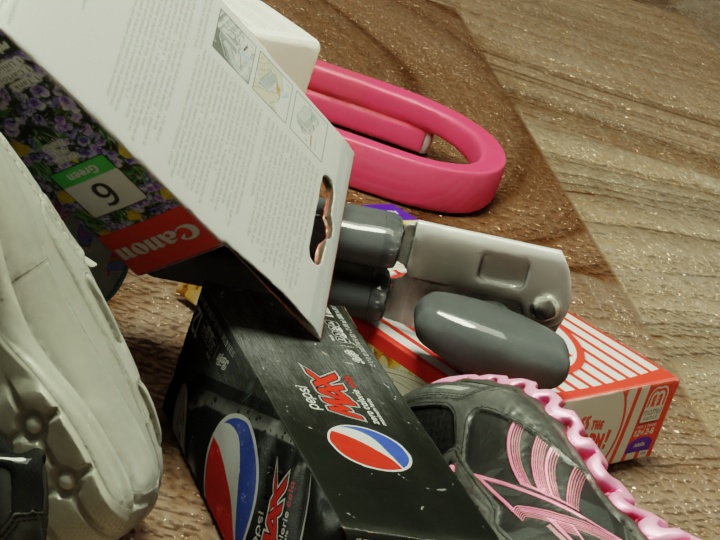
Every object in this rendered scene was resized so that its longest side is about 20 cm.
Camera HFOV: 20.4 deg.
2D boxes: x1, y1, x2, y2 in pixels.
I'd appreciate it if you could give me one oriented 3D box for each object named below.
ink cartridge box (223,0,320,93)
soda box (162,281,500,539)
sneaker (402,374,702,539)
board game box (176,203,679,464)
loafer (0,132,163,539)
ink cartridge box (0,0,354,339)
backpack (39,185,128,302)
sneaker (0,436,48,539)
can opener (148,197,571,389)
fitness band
[{"bbox_3d":[-0.148,-0.094,1.018,0.199,0.126,0.128,4,24,-38],"label":"ink cartridge box"},{"bbox_3d":[-0.017,0.078,0.776,0.070,0.064,0.200,11,20,-24],"label":"soda box"},{"bbox_3d":[0.060,0.107,0.778,0.095,0.079,0.200,-10,32,-35],"label":"sneaker"},{"bbox_3d":[0.032,0.033,0.973,0.200,0.047,0.151,33,23,33],"label":"board game box"},{"bbox_3d":[-0.131,0.006,0.723,0.070,0.201,0.070,-21,8,22],"label":"loafer"},{"bbox_3d":[-0.083,-0.064,0.799,0.200,0.050,0.109,46,39,-36],"label":"ink cartridge box"},{"bbox_3d":[-0.180,-0.045,0.821,0.126,0.168,0.200,19,1,28],"label":"backpack"},{"bbox_3d":[-0.166,0.055,0.671,0.199,0.080,0.075,31,23,34],"label":"sneaker"},{"bbox_3d":[0.000,0.000,0.884,0.199,0.053,0.067,14,24,-1],"label":"can opener"},{"bbox_3d":[-0.004,-0.090,1.295,0.199,0.038,0.144,18,22,-4],"label":"fitness band"}]
